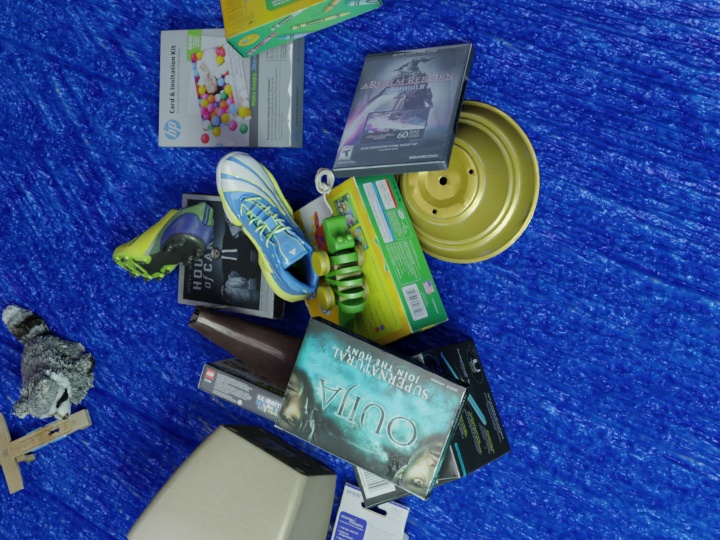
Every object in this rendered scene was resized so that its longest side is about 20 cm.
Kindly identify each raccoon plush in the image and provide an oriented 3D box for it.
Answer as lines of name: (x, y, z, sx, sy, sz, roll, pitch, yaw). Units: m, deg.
raccoon plush: (-0.465, 0.135, 1.797, 0.199, 0.134, 0.097, 30, 104, 18)

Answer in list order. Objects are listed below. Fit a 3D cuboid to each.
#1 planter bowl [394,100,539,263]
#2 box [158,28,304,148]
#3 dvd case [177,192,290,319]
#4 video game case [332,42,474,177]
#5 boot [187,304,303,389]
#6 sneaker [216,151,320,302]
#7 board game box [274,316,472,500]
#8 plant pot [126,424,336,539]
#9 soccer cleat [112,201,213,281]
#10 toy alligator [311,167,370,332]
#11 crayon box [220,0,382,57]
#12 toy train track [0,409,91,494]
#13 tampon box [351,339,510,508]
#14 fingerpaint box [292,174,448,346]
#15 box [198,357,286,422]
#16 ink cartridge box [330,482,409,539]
planter bowl: (0.112, -0.108, 1.576, 0.198, 0.083, 0.203, 1, 93, 23)
box: (-0.171, -0.241, 1.711, 0.198, 0.041, 0.158, 3, 93, 23)
dvd case: (-0.169, -0.022, 1.689, 0.199, 0.025, 0.152, 6, 94, 44)
video game case: (0.054, -0.195, 1.564, 0.141, 0.019, 0.201, -3, 51, 22)
boot: (-0.129, 0.097, 1.605, 0.165, 0.200, 0.073, 25, 84, -15)
sneaker: (-0.100, -0.054, 1.554, 0.075, 0.105, 0.201, -35, 106, -18)
board game box: (0.011, 0.152, 1.443, 0.199, 0.028, 0.136, 23, 99, 21)
plant pot: (-0.140, 0.306, 1.650, 0.199, 0.200, 0.178, 29, 92, 19)
soccer cleat: (-0.261, -0.041, 1.734, 0.199, 0.065, 0.084, -16, 48, 47)
toy alligator: (-0.022, -0.020, 1.514, 0.054, 0.059, 0.202, 10, 110, 64)
crayon box: (-0.080, -0.362, 1.633, 0.198, 0.058, 0.120, -17, 69, 17)
toy train track: (-0.468, 0.247, 1.863, 0.199, 0.032, 0.116, -24, 76, 16)
tampon box: (0.074, 0.178, 1.541, 0.125, 0.200, 0.151, -21, 83, 22)
fingerpaint box: (0.000, 0.000, 1.604, 0.166, 0.073, 0.202, -28, 80, 46)
box: (-0.097, 0.164, 1.660, 0.198, 0.110, 0.035, 21, 100, 21)
ink cartridge box: (0.003, 0.380, 1.669, 0.094, 0.037, 0.202, 18, 101, 22)
